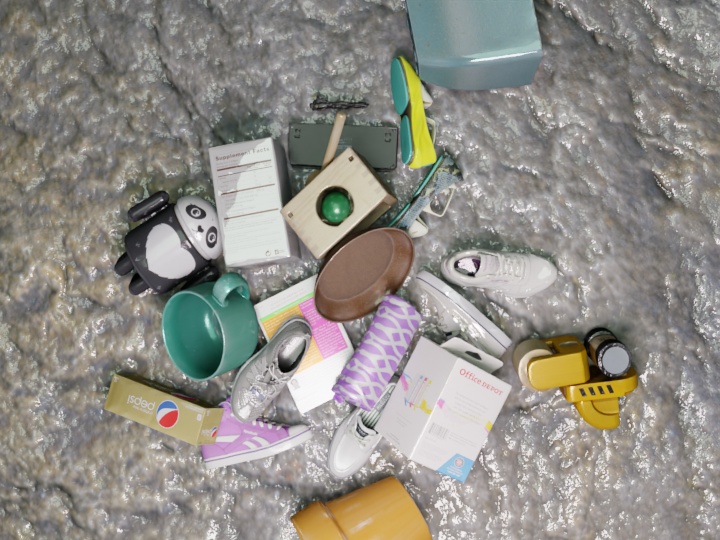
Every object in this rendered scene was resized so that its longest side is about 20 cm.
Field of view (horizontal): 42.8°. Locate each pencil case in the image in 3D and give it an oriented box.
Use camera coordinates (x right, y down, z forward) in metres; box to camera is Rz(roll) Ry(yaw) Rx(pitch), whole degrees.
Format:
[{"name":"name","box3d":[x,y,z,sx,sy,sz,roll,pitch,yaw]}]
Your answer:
[{"name":"pencil case","box3d":[0.027,0.135,1.534,0.084,0.085,0.202,42,71,-34]}]

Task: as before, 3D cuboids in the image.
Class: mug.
[{"name":"mug","box3d":[-0.233,0.092,1.541,0.183,0.114,0.155,-18,90,38]}]

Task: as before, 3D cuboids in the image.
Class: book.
[{"name":"book","box3d":[-0.086,0.126,1.585,0.131,0.048,0.203,-25,87,2]}]

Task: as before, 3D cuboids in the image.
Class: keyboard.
[{"name":"keyboard","box3d":[-0.030,-0.241,1.611,0.195,0.021,0.130,3,94,4]}]

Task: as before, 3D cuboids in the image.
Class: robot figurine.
[{"name":"robot figurine","box3d":[-0.323,-0.041,1.571,0.198,0.151,0.126,-33,55,3]}]

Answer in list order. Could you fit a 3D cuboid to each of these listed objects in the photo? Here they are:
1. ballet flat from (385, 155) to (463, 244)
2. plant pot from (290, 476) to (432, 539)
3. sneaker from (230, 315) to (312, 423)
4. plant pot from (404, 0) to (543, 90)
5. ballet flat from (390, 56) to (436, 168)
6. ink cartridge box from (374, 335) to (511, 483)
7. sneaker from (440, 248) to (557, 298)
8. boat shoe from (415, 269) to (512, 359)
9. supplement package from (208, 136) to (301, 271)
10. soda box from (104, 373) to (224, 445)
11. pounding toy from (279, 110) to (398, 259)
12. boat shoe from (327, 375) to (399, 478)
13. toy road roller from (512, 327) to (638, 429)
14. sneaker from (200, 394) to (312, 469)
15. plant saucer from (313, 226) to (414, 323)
[{"name":"ballet flat","box3d":[0.105,-0.102,1.570,0.074,0.074,0.201,39,93,6]},{"name":"plant pot","box3d":[0.011,0.439,1.498,0.181,0.200,0.202,-31,85,-13]},{"name":"sneaker","box3d":[-0.150,0.166,1.520,0.074,0.082,0.202,32,91,-15]},{"name":"plant pot","box3d":[0.177,-0.402,1.513,0.195,0.196,0.201,-12,86,5]},{"name":"ballet flat","box3d":[0.095,-0.270,1.580,0.066,0.067,0.205,-1,73,-19]},{"name":"ink cartridge box","box3d":[0.139,0.213,1.500,0.127,0.125,0.203,29,88,-30]},{"name":"sneaker","box3d":[0.233,0.004,1.537,0.195,0.100,0.077,3,85,3]},{"name":"boat shoe","box3d":[0.162,0.083,1.557,0.199,0.071,0.070,41,88,-1]},{"name":"supplement package","box3d":[-0.178,-0.110,1.568,0.115,0.117,0.205,-9,86,6]},{"name":"soda box","box3d":[-0.335,0.235,1.562,0.196,0.068,0.065,15,88,22]},{"name":"pounding toy","box3d":[-0.038,-0.133,1.508,0.184,0.200,0.143,-41,84,7]},{"name":"boat shoe","box3d":[0.004,0.264,1.559,0.073,0.067,0.202,31,90,6]},{"name":"toy road roller","box3d":[0.356,0.185,1.510,0.195,0.123,0.150,-7,98,4]},{"name":"sneaker","box3d":[-0.184,0.264,1.574,0.196,0.073,0.117,-12,83,4]},{"name":"plant saucer","box3d":[0.000,0.000,1.527,0.200,0.201,0.037,-41,54,1]}]
